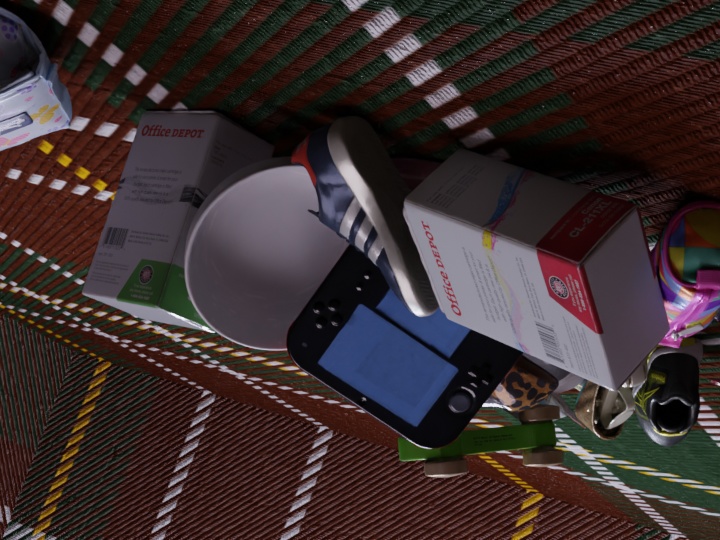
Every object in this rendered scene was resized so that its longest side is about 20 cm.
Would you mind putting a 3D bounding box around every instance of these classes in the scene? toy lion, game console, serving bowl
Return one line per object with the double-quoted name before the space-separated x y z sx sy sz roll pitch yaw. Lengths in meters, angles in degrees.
"toy lion" 0.130 0.196 1.782 0.198 0.070 0.191 -3 174 -24
"game console" 0.047 0.061 1.483 0.199 0.177 0.031 34 -159 -11
"serving bowl" -0.076 -0.025 1.489 0.199 0.201 0.066 26 -161 -29

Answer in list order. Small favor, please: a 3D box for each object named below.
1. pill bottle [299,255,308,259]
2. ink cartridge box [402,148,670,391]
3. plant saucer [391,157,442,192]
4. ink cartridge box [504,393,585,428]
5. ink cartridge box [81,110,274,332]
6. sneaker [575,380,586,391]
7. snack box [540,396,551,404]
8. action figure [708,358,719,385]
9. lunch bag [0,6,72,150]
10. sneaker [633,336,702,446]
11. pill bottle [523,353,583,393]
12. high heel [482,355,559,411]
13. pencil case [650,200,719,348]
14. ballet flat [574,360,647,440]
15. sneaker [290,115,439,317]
"pill bottle" -0.093 -0.050 1.636 0.112 0.113 0.199 25 167 -26
"ink cartridge box" 0.147 -0.005 1.312 0.199 0.083 0.147 24 147 43
"plant saucer" 0.097 -0.045 1.492 0.198 0.051 0.201 20 168 4
"ink cartridge box" 0.188 0.128 1.935 0.163 0.057 0.200 54 -175 34
"ink cartridge box" -0.183 -0.052 1.564 0.084 0.202 0.145 26 168 -40
"sneaker" 0.256 0.109 1.859 0.084 0.075 0.199 26 167 -27
"snack box" 0.143 0.083 1.831 0.198 0.117 0.037 14 168 28
"action figure" 0.477 0.153 1.717 0.199 0.149 0.134 38 137 -1
"lunch bag" -0.380 -0.186 1.476 0.198 0.129 0.170 13 170 -1
"sneaker" 0.337 0.151 1.722 0.074 0.085 0.201 3 146 11
"pill bottle" 0.180 0.059 1.663 0.113 0.115 0.200 13 167 30
"high heel" 0.115 0.049 1.520 0.141 0.072 0.202 -3 119 18
"pencil case" 0.283 0.005 1.327 0.087 0.089 0.200 18 167 9
"ballet flat" 0.281 0.112 1.676 0.066 0.070 0.201 56 157 35
"sneaker" 0.005 -0.044 1.409 0.084 0.075 0.201 -14 111 37
